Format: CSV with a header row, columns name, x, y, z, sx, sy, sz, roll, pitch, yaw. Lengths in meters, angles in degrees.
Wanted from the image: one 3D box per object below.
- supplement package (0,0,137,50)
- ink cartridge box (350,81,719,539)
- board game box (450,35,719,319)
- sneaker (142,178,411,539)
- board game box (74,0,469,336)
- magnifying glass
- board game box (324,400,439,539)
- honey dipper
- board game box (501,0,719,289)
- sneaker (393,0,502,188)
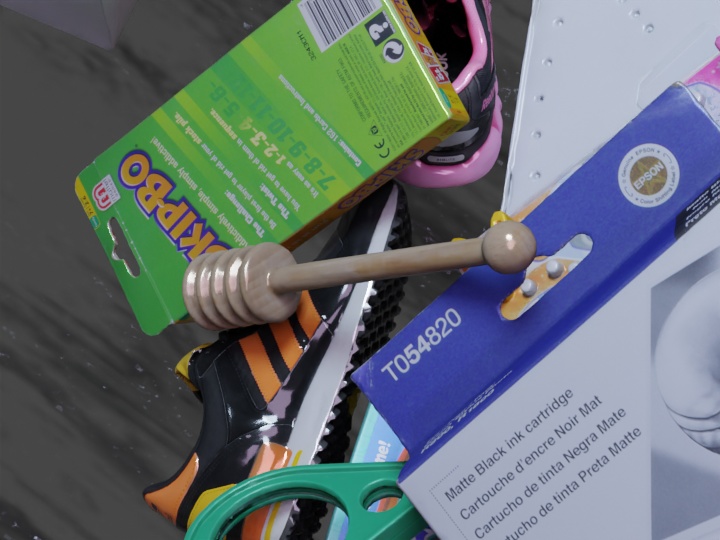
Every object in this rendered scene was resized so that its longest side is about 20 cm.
name,x,y,z,sx,sy,sz,roll,pitch,yaw
supplement package,-0.151,-0.251,1.057,0.147,0.191,0.200,23,74,6
ink cartridge box,0.115,0.058,0.879,0.200,0.041,0.200,-43,74,17
board game box,0.159,0.005,0.984,0.200,0.026,0.200,-38,57,13
sneaker,-0.040,0.037,1.041,0.090,0.070,0.201,16,71,12
board game box,-0.048,-0.057,1.043,0.200,0.030,0.096,-35,72,24
magnifying glass,0.018,0.100,0.955,0.199,0.022,0.080,-21,36,-2
board game box,0.078,0.154,1.021,0.199,0.045,0.153,16,76,4
honey dipper,0.000,0.000,0.955,0.038,0.200,0.038,8,78,-45
board game box,0.171,-0.082,1.051,0.199,0.026,0.201,0,71,30
sneaker,0.033,-0.145,1.076,0.079,0.095,0.201,-9,64,-1
